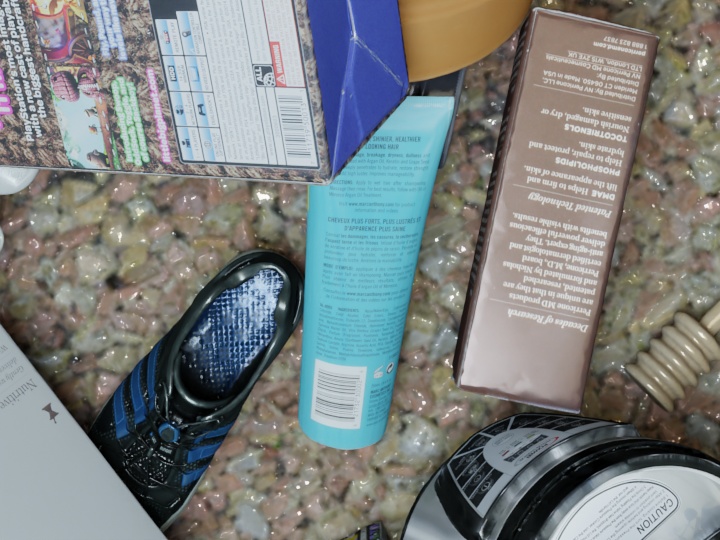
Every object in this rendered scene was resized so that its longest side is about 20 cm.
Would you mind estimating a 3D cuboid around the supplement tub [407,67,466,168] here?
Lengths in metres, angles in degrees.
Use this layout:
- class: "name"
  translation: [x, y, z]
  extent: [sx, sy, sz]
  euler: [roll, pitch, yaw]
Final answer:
- class: "supplement tub"
  translation: [-0.043, -0.111, 0.866]
  extent: [0.197, 0.107, 0.108]
  euler: [12, 93, 2]

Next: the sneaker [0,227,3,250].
- class: "sneaker"
  translation: [-0.255, 0.035, 0.827]
  extent: [0.075, 0.087, 0.200]
  euler: [35, 76, 28]

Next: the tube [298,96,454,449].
- class: "tube"
  translation: [0.000, 0.000, 0.854]
  extent: [0.076, 0.051, 0.202]
  euler: [-3, 121, -19]

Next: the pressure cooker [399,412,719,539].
- class: "pressure cooker"
  translation: [0.125, 0.166, 0.807]
  extent: [0.177, 0.200, 0.178]
  euler: [13, 86, -18]

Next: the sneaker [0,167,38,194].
- class: "sneaker"
  translation: [-0.177, -0.150, 0.864]
  extent: [0.070, 0.099, 0.202]
  euler: [12, 109, -6]

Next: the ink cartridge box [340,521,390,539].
- class: "ink cartridge box"
  translation: [-0.051, 0.238, 0.905]
  extent: [0.198, 0.050, 0.110]
  euler: [-28, 95, 3]

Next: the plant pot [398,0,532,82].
- class: "plant pot"
  translation: [0.006, -0.213, 0.796]
  extent: [0.197, 0.141, 0.202]
  euler: [5, 52, -6]

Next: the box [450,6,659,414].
- class: "box"
  translation: [0.102, -0.032, 0.867]
  extent: [0.074, 0.100, 0.203]
  euler: [13, 93, 2]

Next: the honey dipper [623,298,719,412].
- class: "honey dipper"
  translation: [0.228, -0.005, 0.898]
  extent: [0.038, 0.038, 0.200]
  euler: [43, 90, 0]

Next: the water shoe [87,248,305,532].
- class: "water shoe"
  translation: [-0.103, 0.073, 0.889]
  extent: [0.071, 0.079, 0.201]
  euler: [32, 93, 1]

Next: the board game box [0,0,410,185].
- class: "board game box"
  translation: [-0.093, -0.135, 0.722]
  extent: [0.198, 0.097, 0.161]
  euler: [5, 120, 24]

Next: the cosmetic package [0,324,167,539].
- class: "cosmetic package"
  translation: [-0.184, 0.139, 0.841]
  extent: [0.200, 0.113, 0.081]
  euler: [50, 127, -3]
